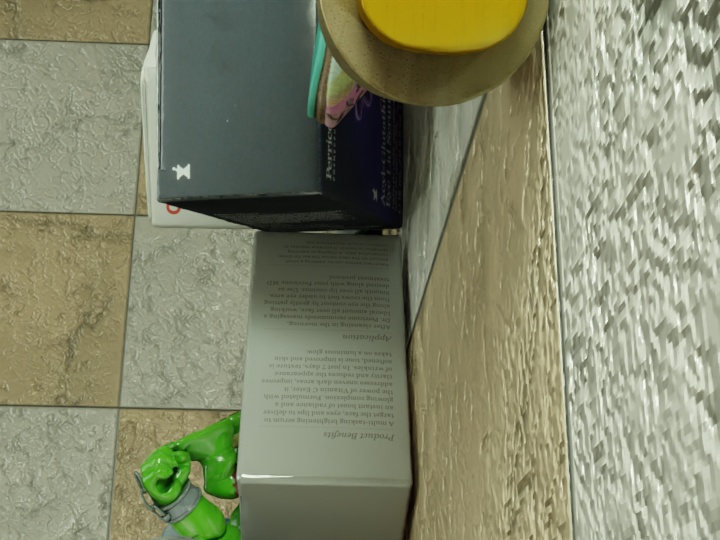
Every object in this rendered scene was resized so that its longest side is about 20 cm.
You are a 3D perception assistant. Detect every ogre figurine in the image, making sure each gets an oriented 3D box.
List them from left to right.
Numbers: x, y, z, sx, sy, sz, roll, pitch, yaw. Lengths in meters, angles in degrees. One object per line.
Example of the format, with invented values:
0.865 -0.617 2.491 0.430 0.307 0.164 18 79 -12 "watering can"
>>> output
-0.090 0.172 0.905 0.200 0.097 0.121 49 -164 -85 "ogre figurine"

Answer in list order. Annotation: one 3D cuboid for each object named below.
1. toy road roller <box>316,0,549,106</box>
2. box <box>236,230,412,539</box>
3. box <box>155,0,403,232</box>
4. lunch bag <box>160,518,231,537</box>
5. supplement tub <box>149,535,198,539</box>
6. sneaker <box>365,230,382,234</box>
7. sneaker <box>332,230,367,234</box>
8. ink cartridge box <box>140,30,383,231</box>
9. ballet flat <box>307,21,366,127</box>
-0.015 -0.155 0.373 0.123 0.144 0.203 -107 18 -81 "toy road roller"
-0.025 0.098 0.809 0.153 0.105 0.201 95 175 -49 "box"
-0.044 -0.106 0.760 0.200 0.103 0.150 9 -100 -74 "box"
-0.089 0.309 1.054 0.083 0.198 0.163 -77 -8 -68 "lunch bag"
-0.068 0.235 0.683 0.199 0.122 0.124 7 98 48 "supplement tub"
0.000 0.000 0.982 0.083 0.071 0.200 -64 6 4 "sneaker"
-0.014 -0.123 0.893 0.075 0.086 0.203 42 -131 -87 "sneaker"
-0.075 -0.115 0.985 0.086 0.197 0.148 -93 6 -56 "ink cartridge box"
0.009 -0.168 0.631 0.069 0.070 0.202 114 159 -65 "ballet flat"
